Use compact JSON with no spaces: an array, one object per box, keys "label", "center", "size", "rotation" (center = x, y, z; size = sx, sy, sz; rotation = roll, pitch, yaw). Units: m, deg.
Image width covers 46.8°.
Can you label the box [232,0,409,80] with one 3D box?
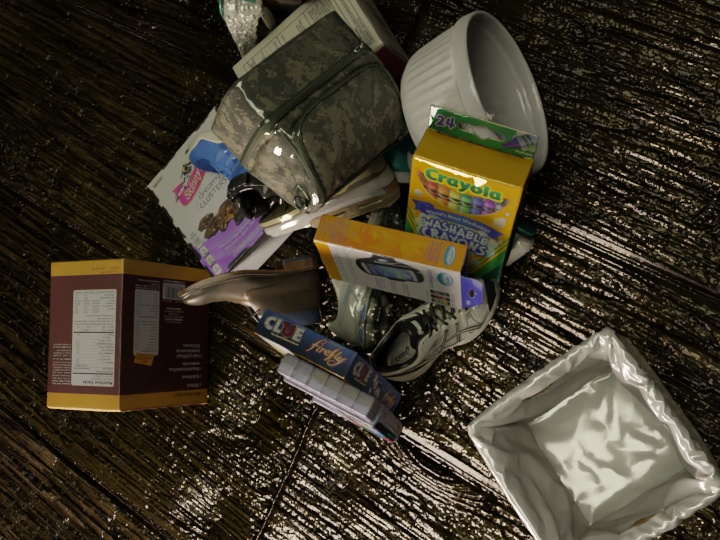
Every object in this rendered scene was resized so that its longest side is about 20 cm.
[{"label":"box","center":[-0.051,-0.278,1.139],"size":[0.199,0.109,0.128],"rotation":[-36,73,20]}]

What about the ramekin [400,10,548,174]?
[{"label":"ramekin","center":[0.135,-0.195,0.998],"size":[0.105,0.199,0.202],"rotation":[-19,78,34]}]

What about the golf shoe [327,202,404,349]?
[{"label":"golf shoe","center":[0.000,0.000,1.114],"size":[0.097,0.078,0.202],"rotation":[10,89,33]}]

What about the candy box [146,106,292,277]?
[{"label":"candy box","center":[-0.193,-0.107,1.215],"size":[0.168,0.071,0.200],"rotation":[-45,70,16]}]

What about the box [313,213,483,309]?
[{"label":"box","center":[0.051,-0.007,0.990],"size":[0.198,0.119,0.042],"rotation":[12,70,12]}]

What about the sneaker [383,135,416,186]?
[{"label":"sneaker","center":[-0.013,-0.181,1.125],"size":[0.198,0.084,0.122],"rotation":[7,94,19]}]

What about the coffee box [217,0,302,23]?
[{"label":"coffee box","center":[-0.130,-0.405,1.123],"size":[0.113,0.200,0.080],"rotation":[13,92,-11]}]

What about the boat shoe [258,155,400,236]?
[{"label":"boat shoe","center":[-0.041,-0.082,1.083],"size":[0.199,0.075,0.069],"rotation":[-22,120,27]}]

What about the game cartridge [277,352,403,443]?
[{"label":"game cartridge","center":[-0.018,0.164,1.034],"size":[0.129,0.200,0.039],"rotation":[29,79,21]}]

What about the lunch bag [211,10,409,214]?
[{"label":"lunch bag","center":[-0.048,-0.179,0.982],"size":[0.168,0.200,0.139],"rotation":[49,151,-3]}]

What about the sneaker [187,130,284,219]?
[{"label":"sneaker","center":[-0.164,-0.124,1.101],"size":[0.199,0.077,0.112],"rotation":[-1,75,37]}]

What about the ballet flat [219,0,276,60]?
[{"label":"ballet flat","center":[-0.145,-0.326,1.155],"size":[0.071,0.200,0.072],"rotation":[0,83,2]}]

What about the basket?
[{"label":"basket","center":[0.264,0.197,0.918],"size":[0.198,0.161,0.201],"rotation":[-39,70,18]}]

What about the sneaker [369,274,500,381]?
[{"label":"sneaker","center":[0.094,0.072,1.053],"size":[0.200,0.088,0.076],"rotation":[-47,67,14]}]

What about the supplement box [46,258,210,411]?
[{"label":"supplement box","center":[-0.326,0.094,1.195],"size":[0.132,0.197,0.202],"rotation":[-2,85,26]}]

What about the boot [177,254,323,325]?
[{"label":"boot","center":[-0.145,0.045,1.142],"size":[0.198,0.075,0.098],"rotation":[-13,88,-12]}]

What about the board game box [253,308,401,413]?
[{"label":"board game box","center":[-0.036,0.120,1.050],"size":[0.135,0.200,0.035],"rotation":[24,77,25]}]

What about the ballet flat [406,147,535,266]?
[{"label":"ballet flat","center":[0.127,-0.075,1.054],"size":[0.200,0.069,0.070],"rotation":[37,102,12]}]

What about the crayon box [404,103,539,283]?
[{"label":"crayon box","center":[0.119,-0.081,0.944],"size":[0.125,0.201,0.052],"rotation":[19,53,13]}]
